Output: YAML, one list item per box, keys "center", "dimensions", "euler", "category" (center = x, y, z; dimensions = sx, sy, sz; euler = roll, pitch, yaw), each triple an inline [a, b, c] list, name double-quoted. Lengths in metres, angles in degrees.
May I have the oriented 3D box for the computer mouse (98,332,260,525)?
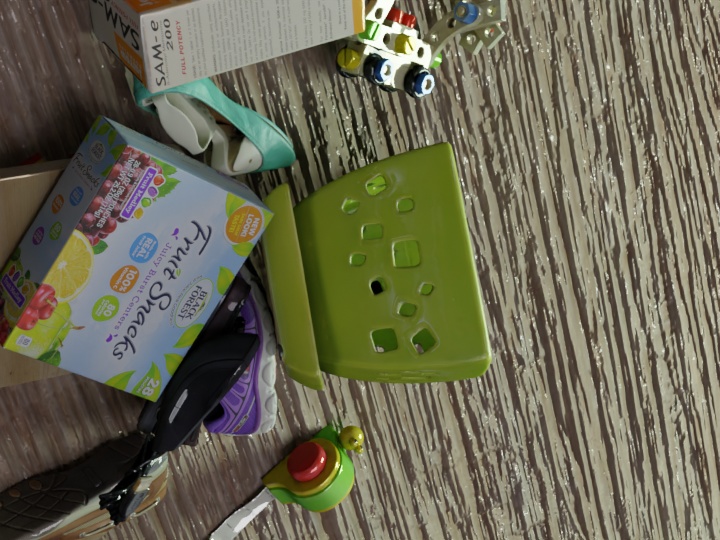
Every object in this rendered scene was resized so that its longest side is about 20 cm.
- center: [-0.167, 0.132, 1.658]
  dimensions: [0.046, 0.141, 0.200]
  euler: [38, 124, -6]
  category: "computer mouse"

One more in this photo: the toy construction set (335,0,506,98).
- center: [0.036, -0.226, 1.706]
  dimensions: [0.199, 0.092, 0.132]
  euler: [13, 93, -37]
  category: "toy construction set"

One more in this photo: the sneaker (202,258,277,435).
- center: [-0.123, 0.074, 1.791]
  dimensions: [0.083, 0.081, 0.201]
  euler: [-8, 118, -13]
  category: "sneaker"

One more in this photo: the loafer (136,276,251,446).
- center: [-0.138, 0.083, 1.742]
  dimensions: [0.063, 0.072, 0.200]
  euler: [28, 124, -8]
  category: "loafer"

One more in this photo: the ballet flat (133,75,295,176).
- center: [-0.131, -0.121, 1.661]
  dimensions: [0.200, 0.067, 0.071]
  euler: [40, 49, -43]
  category: "ballet flat"

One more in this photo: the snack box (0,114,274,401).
- center: [-0.195, -0.007, 1.608]
  dimensions: [0.168, 0.068, 0.200]
  euler: [26, 103, -41]
  category: "snack box"

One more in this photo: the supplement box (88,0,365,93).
- center: [-0.112, -0.227, 1.583]
  dimensions: [0.199, 0.126, 0.074]
  euler: [-19, 126, -22]
  category: "supplement box"

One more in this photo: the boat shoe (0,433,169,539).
- center: [-0.266, 0.228, 1.793]
  dimensions: [0.199, 0.076, 0.072]
  euler: [-23, 129, -17]
  category: "boat shoe"

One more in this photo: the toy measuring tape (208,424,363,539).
- center: [-0.070, 0.232, 1.918]
  dimensions: [0.200, 0.074, 0.074]
  euler: [-42, 131, -4]
  category: "toy measuring tape"

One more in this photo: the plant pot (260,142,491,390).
- center: [0.008, 0.009, 1.705]
  dimensions: [0.181, 0.200, 0.200]
  euler: [-10, 83, -2]
  category: "plant pot"

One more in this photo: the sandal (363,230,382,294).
- center: [0.000, 0.000, 1.833]
  dimensions: [0.200, 0.055, 0.082]
  euler: [-47, 131, 0]
  category: "sandal"

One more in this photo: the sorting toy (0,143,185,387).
- center: [-0.259, -0.014, 1.655]
  dimensions: [0.198, 0.070, 0.201]
  euler: [-11, 123, -27]
  category: "sorting toy"
